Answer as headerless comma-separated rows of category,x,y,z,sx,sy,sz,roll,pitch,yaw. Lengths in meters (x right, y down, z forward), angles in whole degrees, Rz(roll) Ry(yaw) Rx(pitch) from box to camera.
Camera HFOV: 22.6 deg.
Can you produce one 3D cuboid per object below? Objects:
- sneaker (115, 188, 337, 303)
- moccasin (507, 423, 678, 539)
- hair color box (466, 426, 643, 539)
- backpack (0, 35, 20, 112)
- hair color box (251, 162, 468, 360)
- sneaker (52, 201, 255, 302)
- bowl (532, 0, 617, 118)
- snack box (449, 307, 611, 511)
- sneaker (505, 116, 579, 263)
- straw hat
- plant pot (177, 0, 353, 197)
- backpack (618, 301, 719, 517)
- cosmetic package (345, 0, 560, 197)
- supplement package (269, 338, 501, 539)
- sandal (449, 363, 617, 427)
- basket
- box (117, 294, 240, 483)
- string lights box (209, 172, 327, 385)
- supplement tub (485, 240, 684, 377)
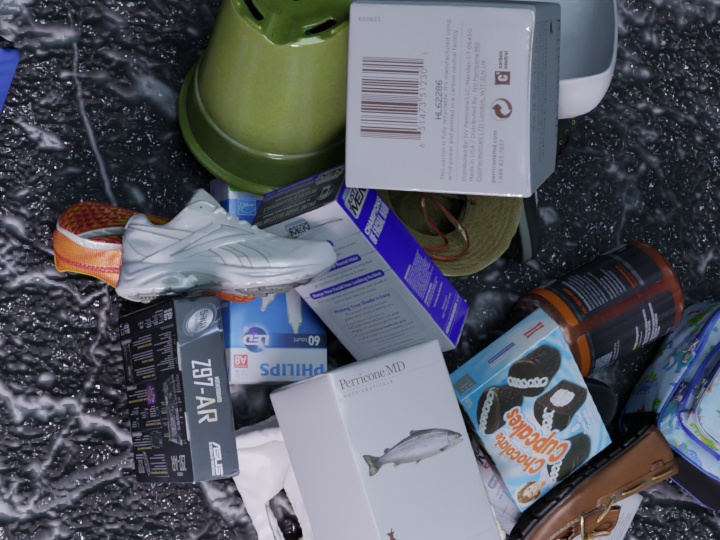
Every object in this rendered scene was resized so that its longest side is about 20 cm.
sneaker,-0.121,-0.026,1.617,0.199,0.078,0.100,-3,80,-6
moccasin,0.231,0.233,1.787,0.201,0.074,0.078,-32,91,-27
hair color box,0.179,0.222,1.836,0.200,0.061,0.099,35,71,-16
backpack,-0.420,-0.162,1.579,0.200,0.162,0.168,20,79,-20
hair color box,0.000,0.000,1.695,0.200,0.109,0.065,49,40,-28
sneaker,-0.189,-0.009,1.691,0.200,0.077,0.073,17,47,0
bowl,0.158,-0.220,1.816,0.199,0.075,0.200,0,43,7
snack box,0.161,0.135,1.713,0.116,0.037,0.200,-37,137,-6
sneaker,0.185,-0.111,1.871,0.106,0.075,0.201,-8,85,-20
straw hat,0.060,-0.067,1.805,0.201,0.085,0.202,9,60,-16
plant pot,-0.069,-0.202,1.678,0.199,0.190,0.200,3,58,-5
backpack,0.397,0.134,1.893,0.183,0.147,0.200,36,69,-17
cosmetic package,0.087,-0.161,1.631,0.166,0.200,0.168,3,100,12
supplement package,0.023,0.174,1.531,0.117,0.117,0.200,-16,87,-29
sandal,0.168,0.129,1.770,0.200,0.048,0.075,6,113,-23
basket,-0.002,0.209,1.692,0.161,0.200,0.199,-24,92,-28
box,-0.167,0.111,1.629,0.043,0.200,0.161,-6,85,-22
string lights box,-0.090,0.010,1.751,0.103,0.059,0.201,1,83,-24
supplement tub,0.227,0.052,1.853,0.200,0.107,0.107,-25,93,-24
